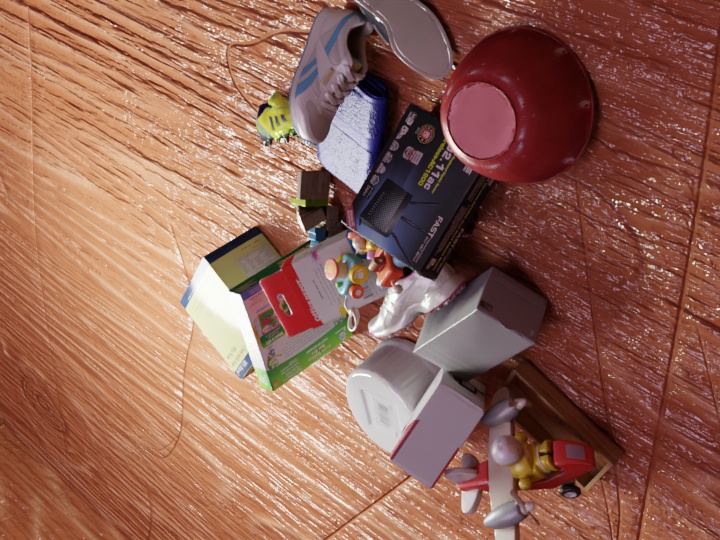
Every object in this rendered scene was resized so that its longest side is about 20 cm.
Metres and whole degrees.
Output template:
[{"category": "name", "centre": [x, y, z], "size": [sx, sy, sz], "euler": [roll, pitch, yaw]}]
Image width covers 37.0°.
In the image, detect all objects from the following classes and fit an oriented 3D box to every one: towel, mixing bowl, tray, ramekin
[{"category": "towel", "centre": [-0.010, -0.220, 1.637], "size": [0.148, 0.050, 0.200], "euler": [42, 145, 32]}, {"category": "mixing bowl", "centre": [0.174, -0.192, 1.320], "size": [0.200, 0.108, 0.200], "euler": [13, 114, 32]}, {"category": "tray", "centre": [0.299, 0.236, 1.641], "size": [0.200, 0.037, 0.099], "euler": [44, 144, 16]}, {"category": "ramekin", "centre": [0.067, 0.226, 1.867], "size": [0.200, 0.098, 0.201], "euler": [32, 140, 32]}]

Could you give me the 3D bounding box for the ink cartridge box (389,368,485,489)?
[{"category": "ink cartridge box", "centre": [0.124, 0.235, 1.670], "size": [0.083, 0.145, 0.200], "euler": [33, -173, 4]}]

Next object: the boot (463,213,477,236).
[{"category": "boot", "centre": [0.114, -0.048, 1.604], "size": [0.151, 0.073, 0.200], "euler": [-17, 99, 55]}]

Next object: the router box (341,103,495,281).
[{"category": "router box", "centre": [0.086, -0.109, 1.487], "size": [0.150, 0.062, 0.200], "euler": [34, 97, 29]}]

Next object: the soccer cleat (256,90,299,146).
[{"category": "soccer cleat", "centre": [-0.123, -0.247, 1.706], "size": [0.200, 0.065, 0.084], "euler": [179, 78, -68]}]

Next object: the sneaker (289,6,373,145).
[{"category": "sneaker", "centre": [-0.041, -0.274, 1.526], "size": [0.081, 0.076, 0.200], "euler": [15, 92, 33]}]

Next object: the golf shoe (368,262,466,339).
[{"category": "golf shoe", "centre": [0.070, 0.034, 1.612], "size": [0.092, 0.075, 0.200], "euler": [51, 131, -4]}]

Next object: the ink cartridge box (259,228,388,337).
[{"category": "ink cartridge box", "centre": [-0.050, 0.014, 1.750], "size": [0.116, 0.200, 0.067], "euler": [63, -171, -12]}]

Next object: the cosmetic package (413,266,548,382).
[{"category": "cosmetic package", "centre": [0.176, 0.084, 1.594], "size": [0.107, 0.090, 0.200], "euler": [32, 145, -13]}]

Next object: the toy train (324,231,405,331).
[{"category": "toy train", "centre": [0.000, 0.000, 1.614], "size": [0.200, 0.056, 0.150], "euler": [-50, 40, 48]}]

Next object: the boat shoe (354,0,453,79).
[{"category": "boat shoe", "centre": [0.054, -0.339, 1.456], "size": [0.200, 0.073, 0.062], "euler": [46, -171, 2]}]

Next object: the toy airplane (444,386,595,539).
[{"category": "toy airplane", "centre": [0.214, 0.284, 1.572], "size": [0.200, 0.199, 0.141], "euler": [36, 167, 40]}]

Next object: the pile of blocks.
[{"category": "pile of blocks", "centre": [-0.075, -0.080, 1.801], "size": [0.062, 0.082, 0.200], "euler": [13, 127, 54]}]

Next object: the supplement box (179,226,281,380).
[{"category": "supplement box", "centre": [-0.213, 0.064, 2.048], "size": [0.200, 0.134, 0.200], "euler": [50, 146, 9]}]

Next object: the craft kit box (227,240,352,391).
[{"category": "craft kit box", "centre": [-0.118, 0.077, 1.882], "size": [0.048, 0.200, 0.198], "euler": [9, 124, 48]}]
